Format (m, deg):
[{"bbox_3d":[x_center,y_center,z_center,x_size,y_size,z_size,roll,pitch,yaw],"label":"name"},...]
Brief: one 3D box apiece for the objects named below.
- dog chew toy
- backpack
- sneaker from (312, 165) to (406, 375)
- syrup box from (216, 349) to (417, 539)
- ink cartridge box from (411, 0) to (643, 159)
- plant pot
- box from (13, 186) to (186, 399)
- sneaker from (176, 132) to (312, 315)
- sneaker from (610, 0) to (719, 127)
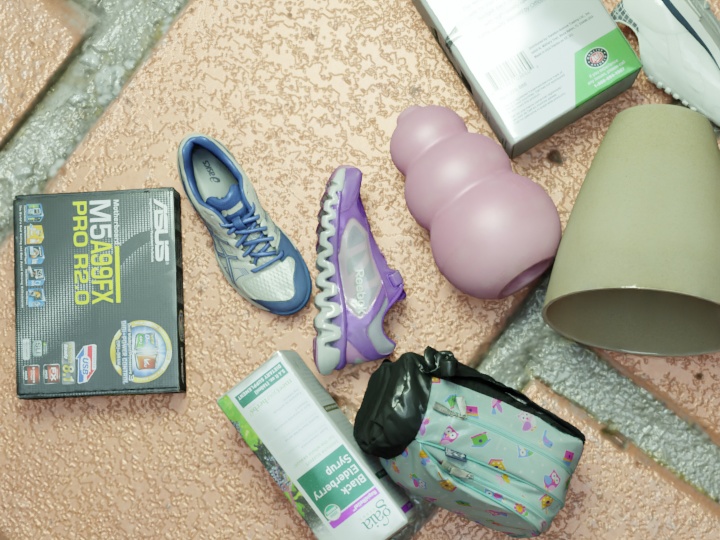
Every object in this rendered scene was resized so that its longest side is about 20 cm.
[{"bbox_3d":[0.100,-0.072,1.532,0.125,0.125,0.200,-34,75,0],"label":"dog chew toy"},{"bbox_3d":[0.101,0.159,1.492,0.200,0.167,0.127,26,82,-9],"label":"backpack"},{"bbox_3d":[0.000,0.000,1.553,0.088,0.080,0.200,1,89,-3],"label":"sneaker"},{"bbox_3d":[-0.039,0.177,1.528,0.079,0.081,0.200,-38,82,5],"label":"syrup box"},{"bbox_3d":[0.154,-0.232,1.558,0.146,0.084,0.200,-31,83,0],"label":"ink cartridge box"},{"bbox_3d":[0.271,-0.044,1.497,0.187,0.187,0.200,8,70,5],"label":"plant pot"},{"bbox_3d":[-0.253,0.023,1.580,0.160,0.044,0.200,-2,84,4],"label":"box"},{"bbox_3d":[-0.119,-0.043,1.556,0.075,0.088,0.200,-35,84,-2],"label":"sneaker"},{"bbox_3d":[0.322,-0.190,1.556,0.080,0.076,0.200,-34,91,29],"label":"sneaker"}]
